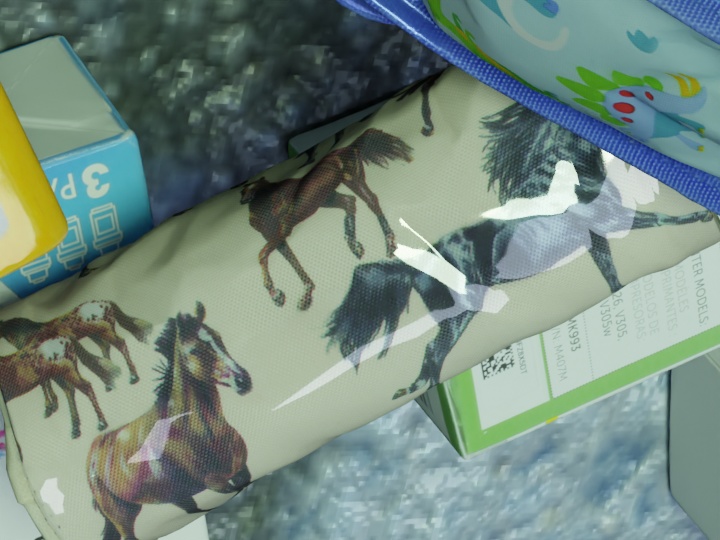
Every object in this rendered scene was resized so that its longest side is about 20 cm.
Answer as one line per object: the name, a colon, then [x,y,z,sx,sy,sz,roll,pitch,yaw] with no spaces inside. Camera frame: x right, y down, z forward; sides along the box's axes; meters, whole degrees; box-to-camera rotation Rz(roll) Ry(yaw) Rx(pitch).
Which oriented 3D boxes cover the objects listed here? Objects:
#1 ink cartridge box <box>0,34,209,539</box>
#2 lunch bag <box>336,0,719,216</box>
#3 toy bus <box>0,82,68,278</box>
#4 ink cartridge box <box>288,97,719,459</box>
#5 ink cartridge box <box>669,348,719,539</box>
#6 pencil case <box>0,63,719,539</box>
ink cartridge box: [-0.110,0.049,0.827,0.114,0.068,0.201,-20,126,-16]
lunch bag: [0.058,-0.131,0.657,0.171,0.199,0.128,-58,170,-14]
toy bus: [-0.148,-0.082,0.687,0.078,0.065,0.201,-27,106,-9]
ink cartridge box: [0.090,-0.030,0.865,0.199,0.104,0.060,-24,128,-14]
ink cartridge box: [0.208,0.077,0.934,0.144,0.200,0.085,-16,128,-19]
pencil case: [0.000,0.000,0.741,0.199,0.089,0.078,-30,101,6]
